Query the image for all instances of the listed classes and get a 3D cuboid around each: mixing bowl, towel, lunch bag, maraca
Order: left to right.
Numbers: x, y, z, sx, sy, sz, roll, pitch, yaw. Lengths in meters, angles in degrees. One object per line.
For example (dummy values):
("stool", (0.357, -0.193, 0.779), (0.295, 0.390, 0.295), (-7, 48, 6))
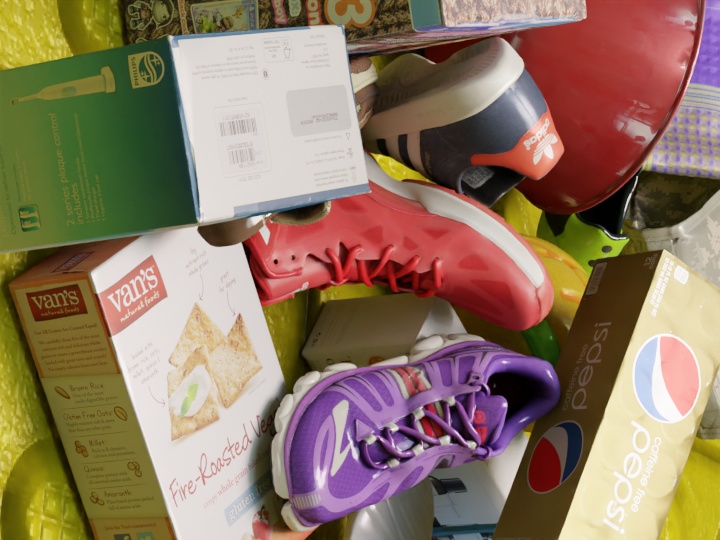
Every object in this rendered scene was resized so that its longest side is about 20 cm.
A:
("maraca", (0.101, 0.041, 1.629), (0.137, 0.107, 0.200), (59, -2, -14))
("mixing bowl", (0.110, -0.146, 1.673), (0.108, 0.200, 0.201), (20, 65, -28))
("towel", (0.210, -0.133, 1.845), (0.023, 0.199, 0.144), (121, -22, -65))
("lunch bag", (0.245, 0.007, 1.896), (0.200, 0.117, 0.164), (-47, 124, -56))

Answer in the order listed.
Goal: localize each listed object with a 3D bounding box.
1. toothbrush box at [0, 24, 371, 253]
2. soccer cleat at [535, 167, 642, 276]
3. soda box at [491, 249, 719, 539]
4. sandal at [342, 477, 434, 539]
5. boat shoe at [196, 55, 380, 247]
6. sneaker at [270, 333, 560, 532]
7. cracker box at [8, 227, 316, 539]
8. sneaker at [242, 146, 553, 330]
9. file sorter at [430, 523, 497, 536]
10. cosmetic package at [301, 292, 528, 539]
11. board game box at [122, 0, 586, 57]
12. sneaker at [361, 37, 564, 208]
("toothbrush box", (-0.120, -0.057, 1.253), (0.146, 0.199, 0.086), (-13, 95, -59))
("soccer cleat", (0.150, -0.081, 1.740), (0.067, 0.081, 0.201), (19, 54, -24))
("soda box", (0.141, 0.092, 1.505), (0.068, 0.064, 0.200), (32, 69, -28))
("sandal", (-0.006, 0.189, 1.512), (0.079, 0.059, 0.207), (45, 41, -29))
("boat shoe", (-0.043, -0.059, 1.414), (0.202, 0.075, 0.075), (-32, 109, -60))
("sneaker", (0.031, 0.080, 1.452), (0.200, 0.083, 0.081), (-26, 109, -41))
("cracker box", (-0.096, 0.070, 1.398), (0.134, 0.058, 0.201), (-40, 117, -54))
("sneaker", (0.000, 0.000, 1.489), (0.116, 0.200, 0.078), (-54, 168, -34))
("file sorter", (0.087, 0.247, 1.592), (0.200, 0.122, 0.139), (42, 49, -45))
("cosmetic package", (0.048, 0.101, 1.597), (0.200, 0.082, 0.051), (59, 39, -32))
("board game box", (-0.006, -0.166, 1.455), (0.159, 0.199, 0.097), (-11, 93, -58))
("sneaker", (0.046, -0.074, 1.529), (0.075, 0.200, 0.085), (-44, 107, -18))
